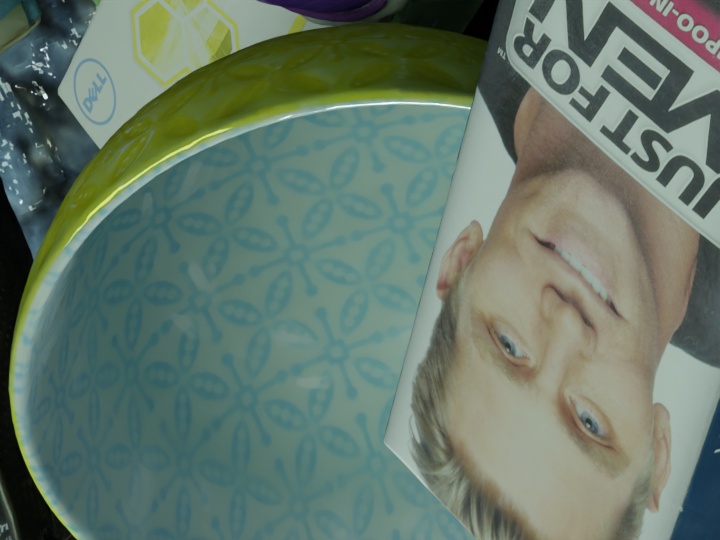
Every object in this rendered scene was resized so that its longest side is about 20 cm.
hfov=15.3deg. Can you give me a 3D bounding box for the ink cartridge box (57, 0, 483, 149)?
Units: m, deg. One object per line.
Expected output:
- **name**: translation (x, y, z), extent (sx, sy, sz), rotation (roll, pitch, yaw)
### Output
- **ink cartridge box**: translation (-0.059, -0.110, 0.872), extent (0.200, 0.048, 0.146), rotation (51, 134, 19)

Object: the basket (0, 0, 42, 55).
- **basket**: translation (-0.225, -0.123, 0.926), extent (0.139, 0.176, 0.200), rotation (4, 130, 53)

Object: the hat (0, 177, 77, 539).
- **hat**: translation (-0.083, 0.059, 0.964), extent (0.081, 0.201, 0.201), rotation (-9, 112, 4)

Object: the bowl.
- **bowl**: translation (0.000, 0.000, 0.773), extent (0.199, 0.108, 0.201), rotation (-3, 128, -3)

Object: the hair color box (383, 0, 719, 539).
- **hair color box**: translation (0.074, -0.011, 0.628), extent (0.100, 0.060, 0.201), rotation (45, 136, 36)

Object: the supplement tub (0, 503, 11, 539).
- **supplement tub**: translation (-0.178, 0.063, 1.046), extent (0.107, 0.107, 0.201), rotation (5, 116, 34)

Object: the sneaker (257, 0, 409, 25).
- **sneaker**: translation (-0.062, -0.116, 0.777), extent (0.200, 0.083, 0.081), rotation (24, 120, 39)

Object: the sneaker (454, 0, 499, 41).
- **sneaker**: translation (0.099, -0.059, 0.799), extent (0.199, 0.071, 0.083), rotation (10, 126, 35)
